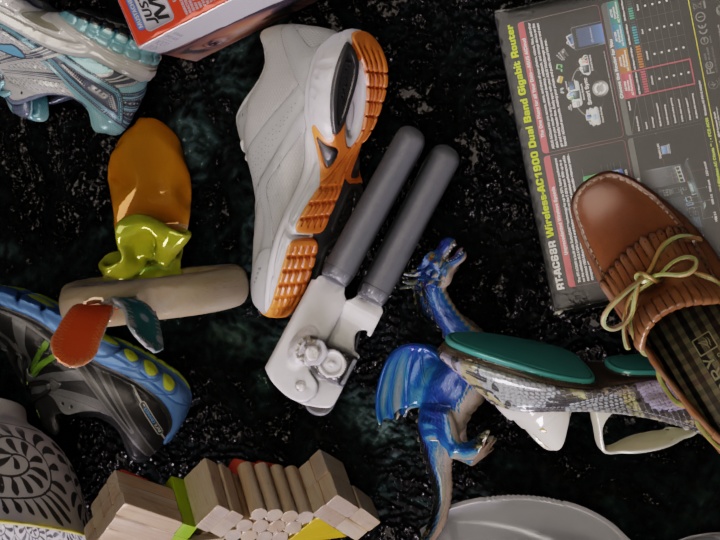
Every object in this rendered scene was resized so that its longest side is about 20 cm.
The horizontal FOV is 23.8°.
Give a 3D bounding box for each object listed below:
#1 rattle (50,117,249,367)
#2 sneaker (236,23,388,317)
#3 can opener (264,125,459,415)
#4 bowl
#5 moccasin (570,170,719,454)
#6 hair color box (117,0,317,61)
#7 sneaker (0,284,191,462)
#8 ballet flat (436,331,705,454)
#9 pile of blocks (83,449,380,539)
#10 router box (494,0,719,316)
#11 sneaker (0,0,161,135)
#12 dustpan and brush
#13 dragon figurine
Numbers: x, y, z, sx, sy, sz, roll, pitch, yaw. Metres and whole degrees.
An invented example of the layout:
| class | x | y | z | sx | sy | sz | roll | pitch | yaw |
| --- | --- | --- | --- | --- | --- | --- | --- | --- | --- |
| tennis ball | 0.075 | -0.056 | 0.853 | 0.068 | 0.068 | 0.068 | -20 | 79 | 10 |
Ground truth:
| class | x | y | z | sx | sy | sz | roll | pitch | yaw |
| --- | --- | --- | --- | --- | --- | --- | --- | --- | --- |
| rattle | -0.145 | -0.022 | 1.097 | 0.130 | 0.200 | 0.143 | 13 | 97 | 18 |
| sneaker | -0.047 | -0.070 | 1.148 | 0.092 | 0.076 | 0.200 | 21 | 101 | 34 |
| can opener | 0.000 | 0.000 | 1.138 | 0.053 | 0.066 | 0.200 | 27 | 91 | 1 |
| bowl | -0.275 | 0.137 | 1.161 | 0.200 | 0.201 | 0.094 | -4 | 72 | 15 |
| moccasin | 0.185 | 0.027 | 1.005 | 0.074 | 0.078 | 0.202 | -29 | 71 | 14 |
| hair color box | -0.051 | -0.208 | 1.112 | 0.200 | 0.111 | 0.064 | -23 | 86 | 15 |
| sneaker | -0.215 | 0.068 | 1.188 | 0.199 | 0.071 | 0.083 | 29 | 93 | 9 |
| ballet flat | 0.142 | 0.081 | 1.069 | 0.200 | 0.072 | 0.072 | 5 | 94 | -14 |
| pile of blocks | -0.091 | 0.162 | 1.151 | 0.199 | 0.062 | 0.082 | 0 | 126 | -18 |
| router box | 0.178 | -0.083 | 1.083 | 0.150 | 0.062 | 0.201 | -11 | 90 | 14 |
| sneaker | -0.239 | -0.151 | 1.183 | 0.200 | 0.078 | 0.087 | 20 | 101 | 13 |
| dustpan and brush | 0.151 | 0.194 | 1.094 | 0.199 | 0.057 | 0.140 | -2 | 47 | -13 |
| dragon figurine | 0.046 | 0.081 | 1.126 | 0.099 | 0.059 | 0.200 | 23 | 94 | 14 |
